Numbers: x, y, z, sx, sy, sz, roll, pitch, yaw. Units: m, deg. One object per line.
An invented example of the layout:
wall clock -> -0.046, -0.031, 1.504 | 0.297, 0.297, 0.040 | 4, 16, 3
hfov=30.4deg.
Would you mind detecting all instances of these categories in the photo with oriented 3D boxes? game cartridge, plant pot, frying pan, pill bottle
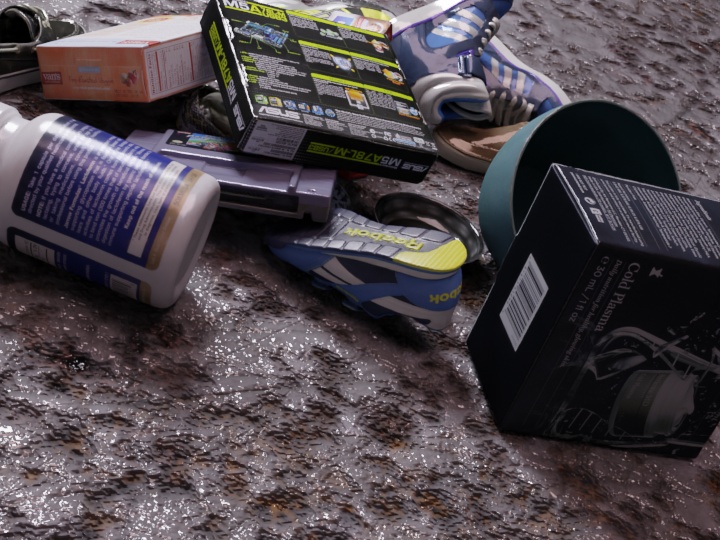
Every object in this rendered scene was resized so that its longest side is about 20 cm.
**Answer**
game cartridge -> -0.122, -0.091, 1.209 | 0.200, 0.038, 0.130 | 9, 24, -1
plant pot -> 0.194, -0.059, 1.296 | 0.200, 0.200, 0.135 | 5, -3, -27
frying pan -> 0.080, -0.013, 1.273 | 0.115, 0.031, 0.190 | 1, 39, -31
pill bottle -> -0.223, -0.057, 1.061 | 0.200, 0.116, 0.116 | 23, 30, 0

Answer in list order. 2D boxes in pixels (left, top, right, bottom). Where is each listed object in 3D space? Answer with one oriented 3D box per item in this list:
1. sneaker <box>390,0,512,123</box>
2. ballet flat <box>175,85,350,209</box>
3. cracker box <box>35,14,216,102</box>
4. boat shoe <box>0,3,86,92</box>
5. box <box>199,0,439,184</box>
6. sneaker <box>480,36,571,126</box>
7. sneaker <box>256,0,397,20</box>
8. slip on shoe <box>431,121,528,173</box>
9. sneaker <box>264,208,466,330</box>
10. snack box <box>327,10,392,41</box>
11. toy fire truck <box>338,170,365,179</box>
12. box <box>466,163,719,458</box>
sneaker -> 0.122, -0.237, 1.510 | 0.200, 0.081, 0.147 | -26, 75, -26
ballet flat -> -0.093, -0.124, 1.303 | 0.200, 0.072, 0.072 | 30, 31, 13
cracker box -> -0.208, -0.216, 1.338 | 0.134, 0.058, 0.200 | 6, 20, 30
boat shoe -> -0.331, -0.227, 1.315 | 0.071, 0.064, 0.200 | 28, 30, 11
box -> -0.041, -0.176, 1.274 | 0.200, 0.048, 0.193 | 8, 40, -30
sneaker -> 0.149, -0.199, 1.592 | 0.146, 0.081, 0.200 | -32, 70, -35
sneaker -> -0.042, -0.279, 1.594 | 0.200, 0.075, 0.076 | -1, 43, -17
slip on shoe -> 0.177, -0.144, 1.516 | 0.200, 0.061, 0.076 | 13, 31, -16
sneaker -> 0.000, 0.000, 1.168 | 0.200, 0.082, 0.074 | 17, 39, 31
snack box -> -0.037, -0.206, 1.397 | 0.072, 0.024, 0.200 | 14, 47, 20
toy fire truck -> -0.014, -0.174, 1.453 | 0.141, 0.049, 0.200 | 31, 30, 14
box -> 0.224, 0.038, 1.117 | 0.196, 0.200, 0.124 | 9, 34, -20
